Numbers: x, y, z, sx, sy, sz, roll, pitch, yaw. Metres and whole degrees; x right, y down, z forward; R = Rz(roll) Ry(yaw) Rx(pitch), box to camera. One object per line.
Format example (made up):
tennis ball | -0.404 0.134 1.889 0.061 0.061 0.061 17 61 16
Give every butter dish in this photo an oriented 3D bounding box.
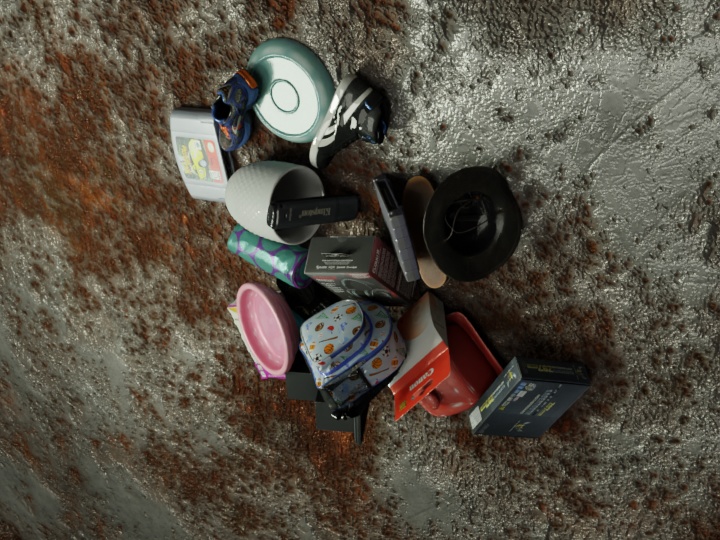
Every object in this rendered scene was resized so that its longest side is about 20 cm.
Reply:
butter dish | 0.160 0.214 1.660 0.198 0.148 0.201 -28 103 43

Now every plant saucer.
plant saucer | -0.188 0.116 1.758 0.199 0.050 0.204 34 135 43
plant saucer | -0.135 -0.325 1.559 0.197 0.027 0.204 18 129 23

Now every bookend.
bookend | -0.078 0.254 1.775 0.194 0.202 0.094 3 125 7

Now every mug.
mug | -0.164 -0.125 1.653 0.173 0.150 0.200 15 160 42

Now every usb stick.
usb stick | -0.085 -0.110 1.568 0.032 0.197 0.057 36 125 43

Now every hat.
hat | 0.179 -0.085 1.461 0.081 0.198 0.204 36 150 62

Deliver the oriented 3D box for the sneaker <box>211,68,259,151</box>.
sneaker | -0.251 -0.297 1.602 0.076 0.078 0.201 48 149 17

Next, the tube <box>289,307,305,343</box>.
tube | -0.135 0.119 1.769 0.199 0.050 0.078 38 135 23

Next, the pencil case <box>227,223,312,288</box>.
pencil case | -0.177 -0.038 1.729 0.198 0.092 0.087 28 118 30

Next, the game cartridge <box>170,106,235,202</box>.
game cartridge | -0.325 -0.236 1.745 0.131 0.041 0.204 12 127 32

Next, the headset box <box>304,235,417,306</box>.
headset box | 0.000 0.000 1.594 0.146 0.079 0.199 0 160 32

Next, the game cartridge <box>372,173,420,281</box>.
game cartridge | 0.065 -0.078 1.500 0.038 0.201 0.132 -21 117 2

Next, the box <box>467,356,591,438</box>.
box | 0.314 0.243 1.587 0.154 0.052 0.201 7 138 -22

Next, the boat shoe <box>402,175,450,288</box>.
boat shoe | 0.123 -0.071 1.531 0.069 0.070 0.205 -6 98 22

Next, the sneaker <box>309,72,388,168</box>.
sneaker | -0.016 -0.238 1.506 0.111 0.073 0.202 35 133 9

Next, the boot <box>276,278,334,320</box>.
boot | -0.075 0.071 1.764 0.208 0.080 0.160 -2 120 36

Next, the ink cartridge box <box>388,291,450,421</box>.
ink cartridge box | 0.097 0.161 1.606 0.050 0.202 0.162 33 121 -21

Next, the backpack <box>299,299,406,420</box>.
backpack | -0.014 0.145 1.601 0.201 0.188 0.156 59 175 51

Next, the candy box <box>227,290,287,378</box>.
candy box | -0.201 0.149 1.917 0.134 0.061 0.203 -6 117 36
